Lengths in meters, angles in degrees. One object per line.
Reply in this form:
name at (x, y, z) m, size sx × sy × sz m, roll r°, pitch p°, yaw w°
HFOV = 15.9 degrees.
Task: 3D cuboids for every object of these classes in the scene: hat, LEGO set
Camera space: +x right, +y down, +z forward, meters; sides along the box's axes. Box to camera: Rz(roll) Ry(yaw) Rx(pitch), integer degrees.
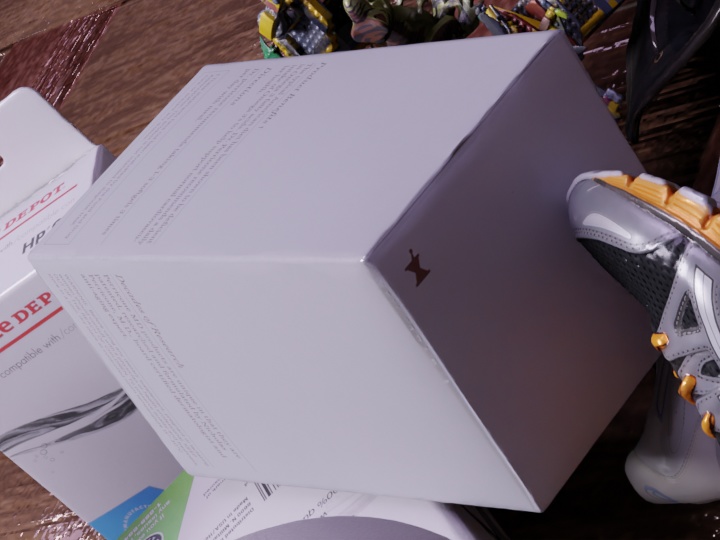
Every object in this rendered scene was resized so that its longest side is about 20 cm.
hat at (0.167, -0.127, 1.031) m, size 0.201 × 0.080 × 0.202 m, roll -159°, pitch 90°, yaw -86°
LEGO set at (0.020, -0.098, 1.099) m, size 0.116 × 0.154 × 0.200 m, roll -41°, pitch 5°, yaw -41°

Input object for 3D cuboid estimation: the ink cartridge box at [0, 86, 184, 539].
ink cartridge box at (-0.118, 0.029, 1.119) m, size 0.115 × 0.200 × 0.067 m, roll -33°, pitch 31°, yaw 24°

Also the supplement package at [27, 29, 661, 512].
supplement package at (0.000, 0.000, 0.912) m, size 0.199 × 0.118 × 0.117 m, roll 1°, pitch 42°, yaw 51°

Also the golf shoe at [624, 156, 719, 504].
golf shoe at (0.137, -0.002, 0.940) m, size 0.097 × 0.078 × 0.201 m, roll -29°, pitch 30°, yaw 41°

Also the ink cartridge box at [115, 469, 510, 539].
ink cartridge box at (-0.013, 0.133, 0.956) m, size 0.145 × 0.084 × 0.200 m, roll -45°, pitch 26°, yaw 3°

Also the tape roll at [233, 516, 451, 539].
tape roll at (-0.008, 0.176, 0.770) m, size 0.203 × 0.203 × 0.037 m, roll -52°, pitch 29°, yaw -10°

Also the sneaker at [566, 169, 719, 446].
sneaker at (0.134, 0.041, 0.796) m, size 0.200 × 0.078 × 0.077 m, roll 42°, pitch 103°, yaw 22°
